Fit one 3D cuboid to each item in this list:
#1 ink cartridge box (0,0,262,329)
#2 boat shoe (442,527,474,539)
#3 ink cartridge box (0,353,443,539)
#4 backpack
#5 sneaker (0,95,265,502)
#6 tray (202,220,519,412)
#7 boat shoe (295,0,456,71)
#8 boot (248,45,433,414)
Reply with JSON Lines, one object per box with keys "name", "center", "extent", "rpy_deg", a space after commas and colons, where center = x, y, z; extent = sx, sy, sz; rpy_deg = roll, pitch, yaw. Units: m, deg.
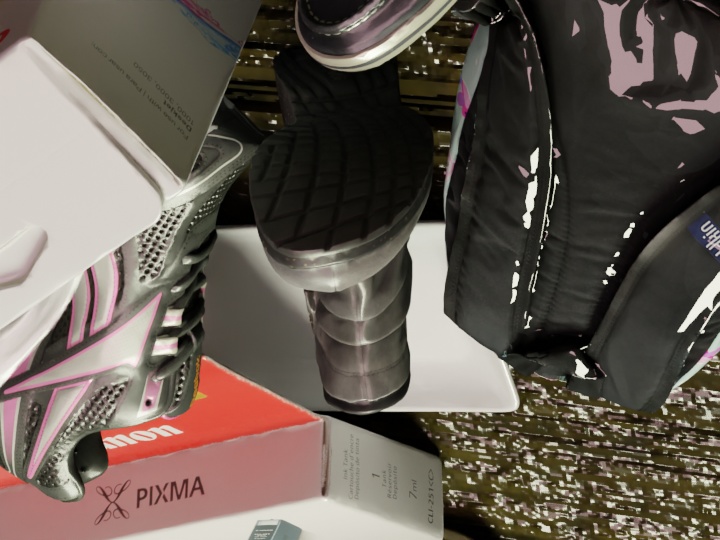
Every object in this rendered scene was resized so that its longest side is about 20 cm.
{"name": "ink cartridge box", "center": [-0.122, -0.070, 1.130], "extent": [0.145, 0.200, 0.085], "rpy_deg": [-35, 111, 27]}
{"name": "boat shoe", "center": [-0.020, 0.171, 1.421], "extent": [0.200, 0.063, 0.073], "rpy_deg": [-17, 121, 35]}
{"name": "ink cartridge box", "center": [-0.092, 0.100, 1.345], "extent": [0.200, 0.045, 0.176], "rpy_deg": [-15, 155, 34]}
{"name": "backpack", "center": [0.109, -0.045, 1.119], "extent": [0.167, 0.127, 0.200], "rpy_deg": [30, 135, 17]}
{"name": "sneaker", "center": [-0.091, 0.015, 1.213], "extent": [0.086, 0.080, 0.200], "rpy_deg": [42, 122, 2]}
{"name": "tray", "center": [-0.032, 0.016, 1.313], "extent": [0.200, 0.022, 0.107], "rpy_deg": [-1, 130, 25]}
{"name": "boat shoe", "center": [0.027, -0.162, 1.034], "extent": [0.062, 0.075, 0.200], "rpy_deg": [15, 112, -45]}
{"name": "boot", "center": [0.000, 0.000, 1.153], "extent": [0.070, 0.200, 0.132], "rpy_deg": [-3, 113, 6]}
